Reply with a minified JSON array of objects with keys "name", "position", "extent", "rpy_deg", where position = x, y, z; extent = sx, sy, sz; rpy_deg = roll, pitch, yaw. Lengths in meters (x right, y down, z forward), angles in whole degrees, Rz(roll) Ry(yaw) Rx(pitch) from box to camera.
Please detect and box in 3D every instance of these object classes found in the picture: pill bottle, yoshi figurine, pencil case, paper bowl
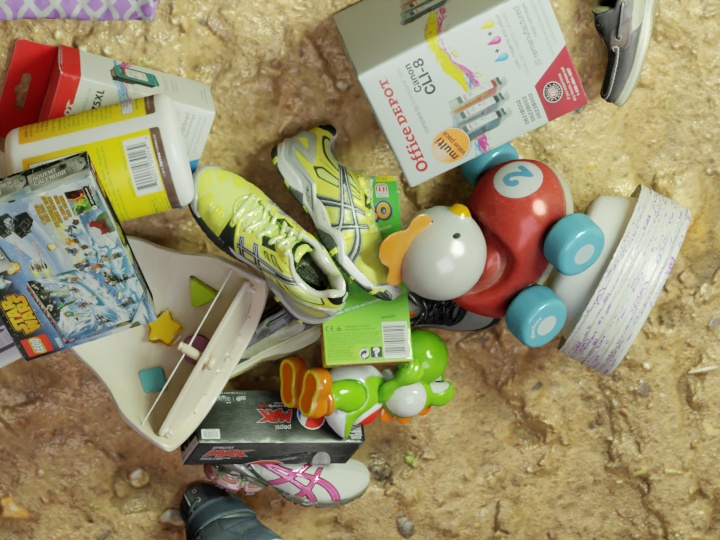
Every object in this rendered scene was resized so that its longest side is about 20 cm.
[{"name":"pill bottle","position":[-0.263,-0.093,1.532],"extent":[0.198,0.110,0.110],"rpy_deg":[-14,124,-2]},{"name":"yoshi figurine","position":[0.018,0.109,1.781],"extent":[0.198,0.113,0.112],"rpy_deg":[0,149,-31]},{"name":"pencil case","position":[-0.279,-0.271,1.514],"extent":[0.198,0.086,0.085],"rpy_deg":[-2,120,-10]},{"name":"paper bowl","position":[0.266,0.002,1.744],"extent":[0.104,0.201,0.202],"rpy_deg":[27,115,2]}]

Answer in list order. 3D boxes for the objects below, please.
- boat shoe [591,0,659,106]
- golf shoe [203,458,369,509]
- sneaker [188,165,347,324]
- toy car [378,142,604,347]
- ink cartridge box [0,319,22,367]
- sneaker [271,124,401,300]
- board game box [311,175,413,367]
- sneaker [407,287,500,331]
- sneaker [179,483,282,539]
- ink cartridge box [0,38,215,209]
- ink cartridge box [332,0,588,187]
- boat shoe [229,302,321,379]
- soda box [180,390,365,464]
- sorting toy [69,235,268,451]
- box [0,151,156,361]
[{"name":"boat shoe","position":[0.267,-0.265,1.654],"extent":[0.064,0.072,0.202],"rpy_deg":[8,123,-3]},{"name":"golf shoe","position":[-0.076,0.217,1.871],"extent":[0.198,0.073,0.093],"rpy_deg":[11,117,-19]},{"name":"sneaker","position":[-0.085,-0.034,1.607],"extent":[0.200,0.076,0.076],"rpy_deg":[42,62,-10]},{"name":"toy car","position":[0.107,-0.033,1.653],"extent":[0.199,0.184,0.178],"rpy_deg":[1,125,-41]},{"name":"ink cartridge box","position":[-0.357,0.019,1.640],"extent":[0.199,0.146,0.084],"rpy_deg":[-26,123,5]},{"name":"sneaker","position":[-0.012,-0.060,1.668],"extent":[0.076,0.075,0.201],"rpy_deg":[-34,89,5]},{"name":"board game box","position":[0.000,0.000,1.717],"extent":[0.094,0.030,0.202],"rpy_deg":[-2,80,-11]},{"name":"sneaker","position":[0.067,0.038,1.788],"extent":[0.198,0.080,0.074],"rpy_deg":[11,117,-20]},{"name":"sneaker","position":[-0.195,0.325,1.856],"extent":[0.201,0.146,0.078],"rpy_deg":[-17,132,-34]},{"name":"ink cartridge box","position":[-0.256,-0.146,1.607],"extent":[0.198,0.067,0.117],"rpy_deg":[13,118,-19]},{"name":"ink cartridge box","position":[0.095,-0.208,1.602],"extent":[0.199,0.145,0.146],"rpy_deg":[-25,124,5]},{"name":"boat shoe","position":[-0.130,0.074,1.777],"extent":[0.199,0.072,0.067],"rpy_deg":[-22,101,4]},{"name":"soda box","position":[-0.099,0.175,1.798],"extent":[0.198,0.064,0.071],"rpy_deg":[3,151,-23]},{"name":"sorting toy","position":[-0.214,0.057,1.698],"extent":[0.179,0.107,0.201],"rpy_deg":[30,88,8]},{"name":"box","position":[-0.283,-0.009,1.501],"extent":[0.136,0.040,0.201],"rpy_deg":[-17,136,-1]}]
